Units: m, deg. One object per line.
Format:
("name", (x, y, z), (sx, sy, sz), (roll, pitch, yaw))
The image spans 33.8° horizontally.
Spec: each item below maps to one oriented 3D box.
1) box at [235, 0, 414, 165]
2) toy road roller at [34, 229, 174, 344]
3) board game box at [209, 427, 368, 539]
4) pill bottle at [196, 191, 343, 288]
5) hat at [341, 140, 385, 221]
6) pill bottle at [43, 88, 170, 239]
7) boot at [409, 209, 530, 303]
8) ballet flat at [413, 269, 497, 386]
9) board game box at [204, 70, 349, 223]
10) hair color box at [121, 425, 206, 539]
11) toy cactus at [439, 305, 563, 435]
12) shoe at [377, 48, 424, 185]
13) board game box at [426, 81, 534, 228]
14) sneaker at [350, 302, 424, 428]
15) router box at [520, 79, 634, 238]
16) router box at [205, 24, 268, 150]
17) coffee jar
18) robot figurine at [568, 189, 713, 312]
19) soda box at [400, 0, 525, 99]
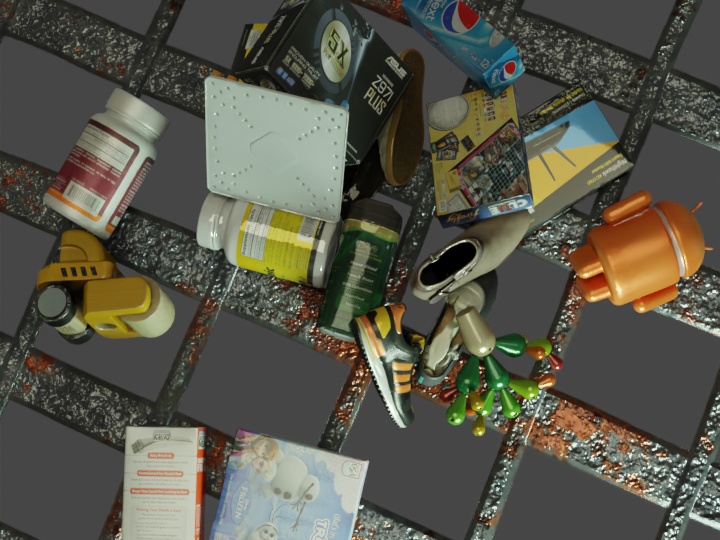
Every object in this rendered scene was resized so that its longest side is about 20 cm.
("box", (-0.046, -0.271, 1.644), (0.200, 0.086, 0.165), (43, 68, -28))
("toy road roller", (-0.375, 0.019, 1.734), (0.196, 0.123, 0.149), (-2, 70, 6))
("board game box", (-0.105, 0.347, 1.696), (0.195, 0.043, 0.204), (13, 83, 6))
("pill bottle", (-0.132, -0.051, 1.721), (0.197, 0.111, 0.113), (16, 84, 8))
("hat", (-0.059, -0.163, 1.745), (0.197, 0.081, 0.205), (-1, 83, 5))
("pill bottle", (-0.373, -0.160, 1.759), (0.113, 0.114, 0.202), (30, 86, 9))
("boot", (0.153, -0.026, 1.625), (0.199, 0.146, 0.071), (-40, 83, 3))
("ballet flat", (0.138, 0.075, 1.697), (0.072, 0.073, 0.202), (30, 86, 9))
("board game box", (-0.114, -0.167, 1.614), (0.197, 0.202, 0.026), (14, 46, 8))
("hair color box", (-0.281, 0.327, 1.707), (0.109, 0.064, 0.204), (0, 83, 7))
("toy cactus", (0.182, 0.127, 1.663), (0.198, 0.102, 0.167), (-30, 100, -13))
("shoe", (0.057, -0.225, 1.760), (0.053, 0.069, 0.204), (2, 84, 47))
("board game box", (0.167, -0.165, 1.681), (0.133, 0.035, 0.203), (-13, 56, 16))
("sneaker", (0.057, 0.133, 1.652), (0.089, 0.070, 0.202), (-26, 123, -4))
("router box", (0.274, -0.158, 1.724), (0.198, 0.051, 0.151), (-32, 82, 1))
("router box", (-0.137, -0.258, 1.739), (0.148, 0.051, 0.203), (10, 80, 44))
("coffee jar", (0.000, 0.000, 1.704), (0.084, 0.104, 0.203), (15, 84, 0))
("robot figurine", (0.395, -0.024, 1.663), (0.197, 0.117, 0.146), (-22, 74, 3))
("soda box", (0.147, -0.340, 1.722), (0.064, 0.068, 0.200), (-43, 58, -1))
